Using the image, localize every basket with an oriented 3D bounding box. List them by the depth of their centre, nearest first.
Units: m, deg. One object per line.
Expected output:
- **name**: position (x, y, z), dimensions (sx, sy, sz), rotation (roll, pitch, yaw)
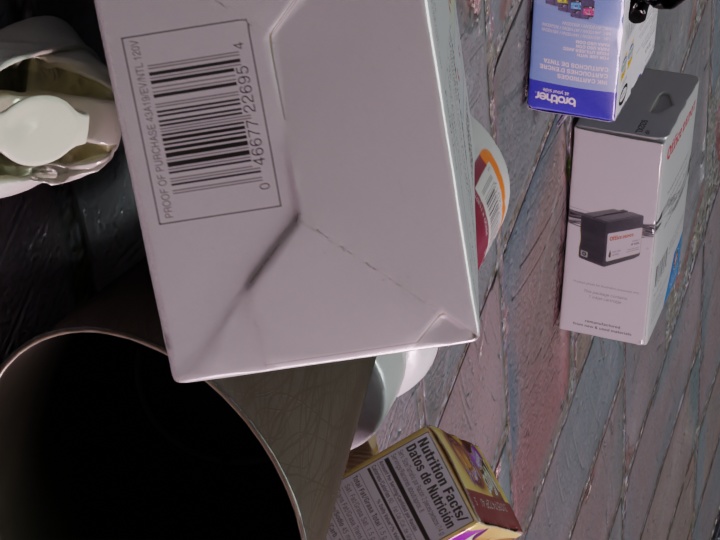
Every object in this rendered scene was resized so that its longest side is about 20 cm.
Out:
- **basket**: position (-0.067, 0.059, 1.116), dimensions (0.200, 0.135, 0.181), rotation (-63, 135, -60)

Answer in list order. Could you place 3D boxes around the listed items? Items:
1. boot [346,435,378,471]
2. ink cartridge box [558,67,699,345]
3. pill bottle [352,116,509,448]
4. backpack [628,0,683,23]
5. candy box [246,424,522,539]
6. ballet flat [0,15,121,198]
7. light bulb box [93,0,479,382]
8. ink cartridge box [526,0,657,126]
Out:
- **boot**: position (-0.026, 0.177, 1.446), dimensions (0.200, 0.072, 0.167), rotation (-39, 135, -73)
- **ink cartridge box**: position (0.234, -0.060, 2.213), dimensions (0.145, 0.083, 0.201), rotation (-55, 152, -56)
- **pill bottle**: position (0.000, 0.000, 1.343), dimensions (0.200, 0.114, 0.115), rotation (-60, 156, -50)
- **backpack**: position (0.138, -0.274, 1.588), dimensions (0.191, 0.153, 0.201), rotation (45, 51, -82)
- **candy box**: position (-0.028, 0.149, 1.216), dimensions (0.057, 0.199, 0.117), rotation (63, 8, 14)
- **ballet flat**: position (-0.125, -0.056, 0.942), dimensions (0.200, 0.069, 0.070), rotation (-25, 124, -72)
- **light bulb box**: position (-0.024, -0.090, 1.015), dimensions (0.200, 0.124, 0.199), rotation (-86, 168, -68)
- **ink cartridge box**: position (0.181, -0.206, 1.933), dimensions (0.137, 0.076, 0.201), rotation (-56, 151, -55)
